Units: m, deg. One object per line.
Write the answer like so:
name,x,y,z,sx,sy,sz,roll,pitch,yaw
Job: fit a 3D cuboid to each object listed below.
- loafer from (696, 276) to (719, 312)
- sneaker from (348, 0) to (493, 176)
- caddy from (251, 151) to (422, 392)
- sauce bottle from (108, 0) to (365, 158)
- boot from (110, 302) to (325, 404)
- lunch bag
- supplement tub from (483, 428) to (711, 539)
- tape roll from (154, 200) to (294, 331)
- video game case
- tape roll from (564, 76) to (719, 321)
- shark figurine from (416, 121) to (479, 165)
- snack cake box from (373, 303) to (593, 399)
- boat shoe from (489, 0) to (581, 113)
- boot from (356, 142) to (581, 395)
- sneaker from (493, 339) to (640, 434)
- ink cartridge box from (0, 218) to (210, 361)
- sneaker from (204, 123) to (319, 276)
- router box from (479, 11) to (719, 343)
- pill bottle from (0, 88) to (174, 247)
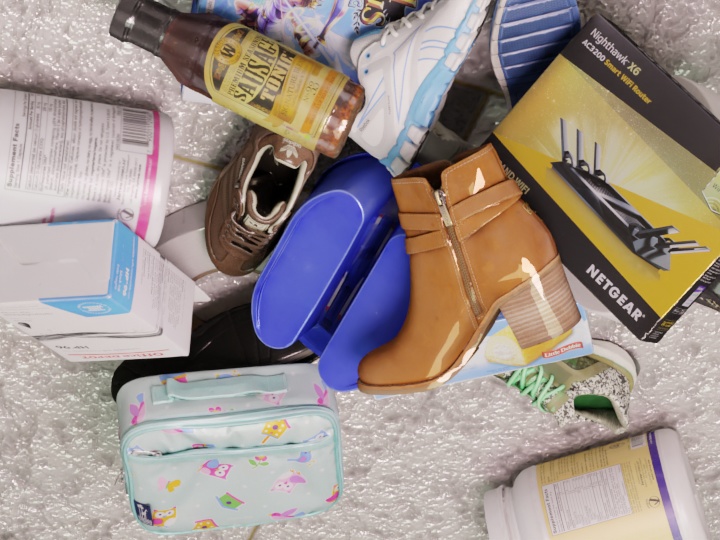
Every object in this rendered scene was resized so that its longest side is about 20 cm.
loafer,0.317,0.002,1.775,0.072,0.073,0.200,-25,121,29
sneaker,0.040,-0.171,1.527,0.086,0.075,0.201,29,114,3
caddy,0.000,0.000,1.630,0.141,0.105,0.201,33,119,4
sauce bottle,-0.095,-0.153,1.513,0.199,0.066,0.066,24,129,0
boot,-0.103,0.112,1.781,0.202,0.074,0.154,-19,136,12
lunch bag,-0.115,0.152,1.709,0.198,0.078,0.161,-7,140,-5
supplement tub,0.232,0.247,1.934,0.198,0.146,0.146,-17,132,10
tape roll,-0.114,0.024,1.767,0.201,0.037,0.204,-3,133,-3
video game case,-0.038,-0.211,1.553,0.179,0.046,0.201,6,131,-12
tape roll,0.234,-0.057,1.606,0.037,0.204,0.203,19,128,-27
shark figurine,0.122,-0.049,1.629,0.213,0.090,0.128,23,170,14
snack cake box,0.096,0.032,1.743,0.198,0.116,0.068,-13,133,6
boat shoe,0.133,-0.178,1.580,0.071,0.073,0.201,-9,138,-2
boot,0.054,0.002,1.512,0.199,0.077,0.156,-22,102,32
sneaker,0.173,0.099,1.829,0.198,0.089,0.077,15,130,-18
ink cartridge box,-0.210,0.025,1.630,0.115,0.069,0.200,-3,161,19
sneaker,-0.088,-0.055,1.614,0.070,0.076,0.201,22,132,-5
router box,0.202,-0.070,1.506,0.157,0.200,0.052,-49,160,12
pill bottle,-0.256,-0.084,1.601,0.198,0.114,0.114,8,132,-12
